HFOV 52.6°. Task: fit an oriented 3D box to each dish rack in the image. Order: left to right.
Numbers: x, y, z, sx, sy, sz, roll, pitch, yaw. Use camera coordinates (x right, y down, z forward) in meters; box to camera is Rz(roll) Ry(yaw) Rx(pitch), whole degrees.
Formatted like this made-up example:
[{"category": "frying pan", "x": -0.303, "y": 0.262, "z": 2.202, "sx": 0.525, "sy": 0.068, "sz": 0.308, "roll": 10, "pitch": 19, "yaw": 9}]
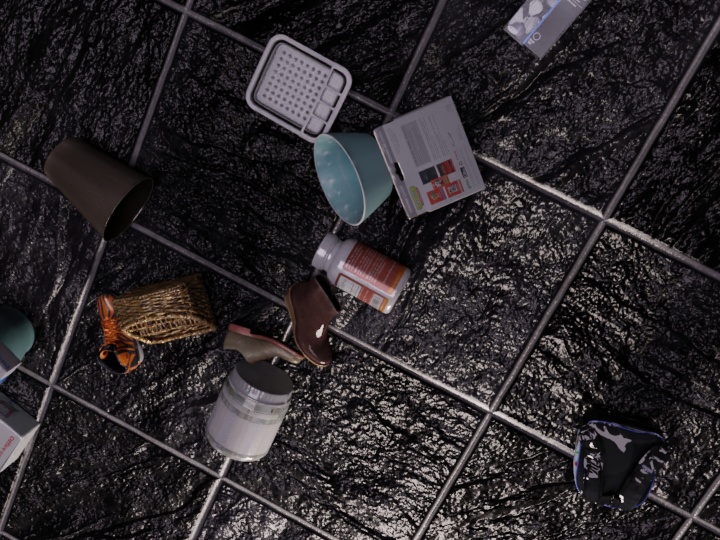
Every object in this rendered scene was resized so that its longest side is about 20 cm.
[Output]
[{"category": "dish rack", "x": -0.128, "y": -0.387, "z": 1.552, "sx": 0.200, "sy": 0.044, "sz": 0.172, "roll": 30, "pitch": 108, "yaw": 3}]

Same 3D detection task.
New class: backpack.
[{"category": "backpack", "x": 0.540, "y": 0.403, "z": 1.555, "sx": 0.200, "sy": 0.154, "sz": 0.191, "roll": 14, "pitch": 100, "yaw": 16}]

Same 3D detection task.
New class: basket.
[{"category": "basket", "x": -0.602, "y": -0.197, "z": 1.653, "sx": 0.200, "sy": 0.136, "sz": 0.180, "roll": 37, "pitch": 104, "yaw": 5}, {"category": "basket", "x": -0.455, "y": 0.107, "z": 1.688, "sx": 0.200, "sy": 0.143, "sz": 0.149, "roll": -11, "pitch": 100, "yaw": 14}]

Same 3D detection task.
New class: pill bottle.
[{"category": "pill bottle", "x": 0.000, "y": 0.000, "z": 1.585, "sx": 0.200, "sy": 0.112, "sz": 0.112, "roll": 29, "pitch": 108, "yaw": 4}]

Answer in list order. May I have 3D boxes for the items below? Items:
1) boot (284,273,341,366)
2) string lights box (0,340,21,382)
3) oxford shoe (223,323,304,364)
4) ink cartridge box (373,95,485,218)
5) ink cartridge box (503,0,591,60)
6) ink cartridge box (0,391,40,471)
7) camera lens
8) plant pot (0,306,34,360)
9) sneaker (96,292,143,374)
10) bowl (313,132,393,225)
[{"category": "boot", "x": -0.091, "y": 0.114, "z": 1.615, "sx": 0.166, "sy": 0.072, "sz": 0.200, "roll": -26, "pitch": 91, "yaw": 54}, {"category": "string lights box", "x": -0.876, "y": 0.241, "z": 1.656, "sx": 0.200, "sy": 0.059, "sz": 0.103, "roll": -40, "pitch": 96, "yaw": 19}, {"category": "oxford shoe", "x": -0.225, "y": 0.186, "z": 1.686, "sx": 0.200, "sy": 0.070, "sz": 0.075, "roll": 18, "pitch": 82, "yaw": 20}, {"category": "ink cartridge box", "x": 0.132, "y": -0.227, "z": 1.488, "sx": 0.175, "sy": 0.084, "sz": 0.200, "roll": -23, "pitch": 98, "yaw": -6}, {"category": "ink cartridge box", "x": 0.381, "y": -0.520, "z": 1.418, "sx": 0.099, "sy": 0.039, "sz": 0.200, "roll": 40, "pitch": 107, "yaw": 1}, {"category": "ink cartridge box", "x": -0.961, "y": 0.403, "z": 1.896, "sx": 0.200, "sy": 0.085, "sz": 0.145, "roll": 40, "pitch": 108, "yaw": 1}, {"category": "camera lens", "x": -0.259, "y": 0.327, "z": 1.693, "sx": 0.160, "sy": 0.160, "sz": 0.200, "roll": 26, "pitch": 107, "yaw": 4}, {"category": "plant pot", "x": -0.908, "y": 0.180, "z": 1.774, "sx": 0.200, "sy": 0.188, "sz": 0.201, "roll": 3, "pitch": 107, "yaw": 10}, {"category": "sneaker", "x": -0.590, "y": 0.154, "z": 1.744, "sx": 0.077, "sy": 0.112, "sz": 0.200, "roll": -20, "pitch": 99, "yaw": 15}, {"category": "bowl", "x": -0.003, "y": -0.204, "z": 1.511, "sx": 0.105, "sy": 0.201, "sz": 0.201, "roll": -24, "pitch": 100, "yaw": -22}]
